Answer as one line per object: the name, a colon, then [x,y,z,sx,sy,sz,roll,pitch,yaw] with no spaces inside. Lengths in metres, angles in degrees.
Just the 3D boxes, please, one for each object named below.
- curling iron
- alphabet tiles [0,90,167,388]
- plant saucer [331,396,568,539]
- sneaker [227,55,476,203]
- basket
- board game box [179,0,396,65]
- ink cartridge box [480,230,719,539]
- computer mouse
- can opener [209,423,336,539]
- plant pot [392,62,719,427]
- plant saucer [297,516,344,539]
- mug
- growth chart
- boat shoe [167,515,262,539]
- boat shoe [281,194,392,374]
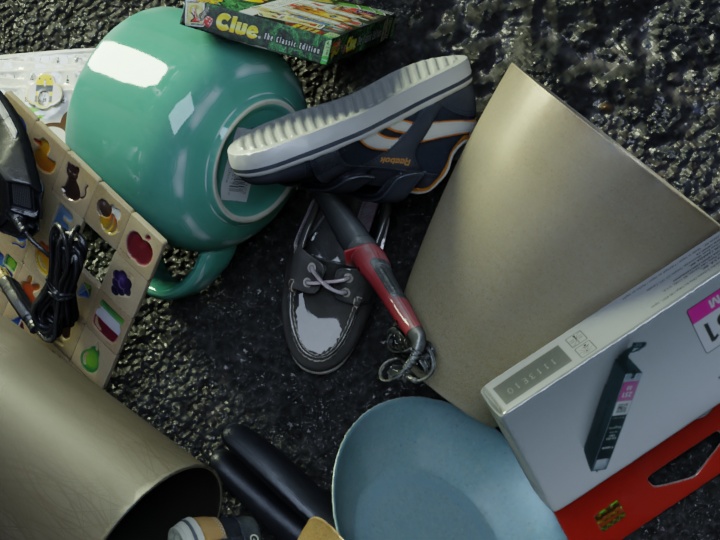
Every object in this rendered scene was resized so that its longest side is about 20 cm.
curling iron: [0.000,0.000,1.690,0.050,0.025,0.201,-57,44,32]
alphabet tiles: [-0.225,-0.018,1.743,0.200,0.168,0.008,43,38,22]
plant saucer: [0.054,0.181,1.661,0.200,0.039,0.202,22,49,-27]
sneaker: [0.004,-0.078,1.685,0.199,0.078,0.080,-23,109,-34]
basket: [-0.209,0.135,1.693,0.200,0.181,0.136,40,46,24]
board game box: [-0.046,-0.172,1.738,0.104,0.200,0.024,14,103,10]
ink cartridge box: [0.198,0.092,1.651,0.199,0.174,0.044,-33,32,-4]
computer mouse: [-0.236,-0.050,1.715,0.046,0.141,0.200,-27,64,-28]
can opener: [-0.023,0.177,1.711,0.199,0.079,0.064,33,119,17]
plant pot: [0.113,-0.003,1.691,0.187,0.187,0.200,40,96,15]
plant saucer: [-0.005,0.254,1.603,0.035,0.200,0.201,-22,73,-14]
mug: [-0.103,-0.079,1.732,0.114,0.186,0.152,23,58,38]
growth chart: [-0.231,-0.100,1.825,0.198,0.018,0.146,-8,74,5]
boat shoe: [-0.077,0.252,1.655,0.062,0.075,0.202,-14,102,-23]
boat shoe: [-0.013,-0.030,1.761,0.066,0.057,0.201,14,76,10]
